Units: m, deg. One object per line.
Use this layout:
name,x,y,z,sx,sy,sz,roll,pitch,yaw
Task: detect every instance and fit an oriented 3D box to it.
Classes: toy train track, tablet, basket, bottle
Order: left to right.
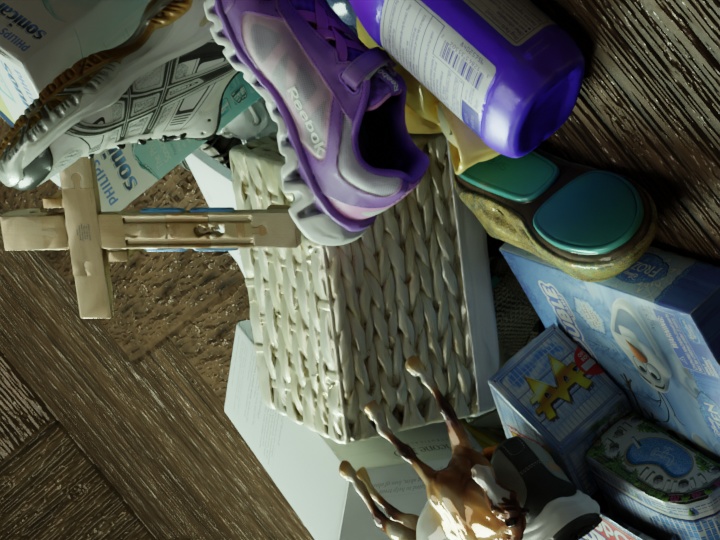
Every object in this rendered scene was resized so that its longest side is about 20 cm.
toy train track,-0.130,-0.029,1.428,0.198,0.033,0.116,0,108,18
tablet,-0.066,-0.003,1.695,0.130,0.014,0.201,34,158,42
basket,0.000,0.000,1.473,0.135,0.123,0.202,20,120,57
bottle,0.037,-0.152,1.271,0.200,0.065,0.084,44,157,20

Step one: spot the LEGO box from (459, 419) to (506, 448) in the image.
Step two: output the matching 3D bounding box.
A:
LEGO box,0.093,0.157,1.662,0.148,0.078,0.200,24,-178,-38

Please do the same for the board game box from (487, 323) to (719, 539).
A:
board game box,0.165,0.139,1.430,0.200,0.062,0.200,32,157,50

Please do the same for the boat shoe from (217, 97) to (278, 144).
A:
boat shoe,-0.097,-0.134,1.649,0.073,0.065,0.201,34,157,41

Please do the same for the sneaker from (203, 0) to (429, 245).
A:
sneaker,-0.019,-0.117,1.311,0.088,0.080,0.201,-15,102,45

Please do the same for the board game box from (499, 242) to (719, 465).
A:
board game box,0.195,0.068,1.383,0.201,0.043,0.199,58,163,-26

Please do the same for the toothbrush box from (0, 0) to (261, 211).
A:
toothbrush box,-0.140,-0.156,1.480,0.085,0.200,0.147,33,158,41

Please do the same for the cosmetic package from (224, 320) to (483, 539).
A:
cosmetic package,-0.007,0.113,1.577,0.200,0.112,0.082,45,134,50

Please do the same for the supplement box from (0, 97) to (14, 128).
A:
supplement box,-0.259,-0.224,1.747,0.200,0.134,0.200,43,162,20

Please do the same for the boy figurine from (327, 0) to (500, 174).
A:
boy figurine,0.025,-0.124,1.370,0.200,0.064,0.125,43,156,29

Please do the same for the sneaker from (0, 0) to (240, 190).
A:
sneaker,-0.129,-0.101,1.377,0.088,0.200,0.076,52,180,-23

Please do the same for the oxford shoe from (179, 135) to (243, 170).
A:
oxford shoe,-0.116,-0.117,1.735,0.084,0.073,0.200,40,173,20

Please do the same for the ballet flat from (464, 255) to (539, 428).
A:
ballet flat,0.094,0.066,1.576,0.068,0.075,0.201,41,162,30

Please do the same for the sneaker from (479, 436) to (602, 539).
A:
sneaker,0.094,0.154,1.441,0.080,0.074,0.200,57,159,9

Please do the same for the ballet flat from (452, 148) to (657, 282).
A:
ballet flat,0.123,-0.028,1.325,0.071,0.071,0.200,59,166,-29

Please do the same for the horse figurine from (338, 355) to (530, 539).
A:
horse figurine,0.042,0.148,1.382,0.133,0.050,0.201,51,143,22

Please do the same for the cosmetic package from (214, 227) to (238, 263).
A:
cosmetic package,-0.036,-0.024,1.722,0.102,0.074,0.200,52,165,-7
